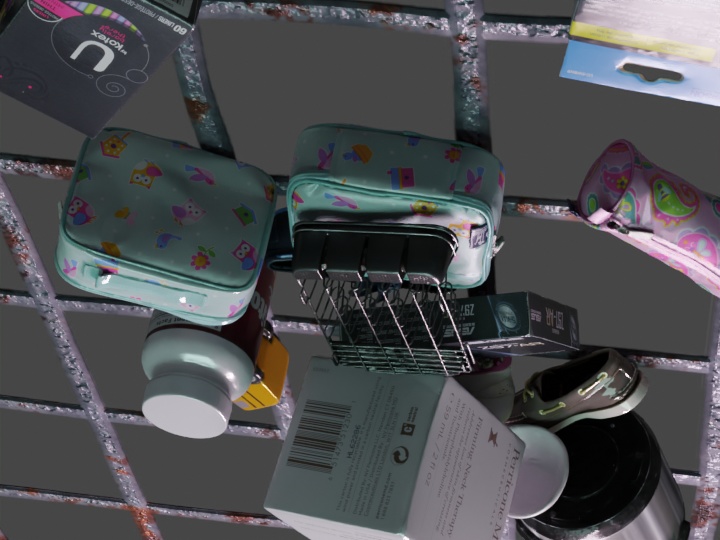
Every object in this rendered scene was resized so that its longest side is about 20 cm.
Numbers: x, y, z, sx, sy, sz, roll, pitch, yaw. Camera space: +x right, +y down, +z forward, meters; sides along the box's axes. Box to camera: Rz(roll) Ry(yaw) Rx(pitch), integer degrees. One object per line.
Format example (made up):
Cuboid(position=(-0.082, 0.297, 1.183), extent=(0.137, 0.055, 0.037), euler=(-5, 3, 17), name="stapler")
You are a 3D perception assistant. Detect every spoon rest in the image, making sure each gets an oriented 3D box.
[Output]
Cuboid(position=(0.134, 0.203, 1.850), extent=(0.199, 0.100, 0.060), euler=(9, 163, 42), name="spoon rest")

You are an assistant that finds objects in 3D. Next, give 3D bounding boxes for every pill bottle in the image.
Cuboid(position=(-0.151, 0.057, 1.719), extent=(0.112, 0.201, 0.113), euler=(8, 148, 5), name="pill bottle")

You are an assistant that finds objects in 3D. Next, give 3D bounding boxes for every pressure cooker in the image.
Cuboid(position=(0.266, 0.258, 1.913), extent=(0.177, 0.177, 0.200), euler=(-7, 144, 21), name="pressure cooker")

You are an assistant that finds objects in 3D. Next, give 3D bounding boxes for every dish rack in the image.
Cuboid(position=(0.026, 0.032, 1.592), extent=(0.152, 0.055, 0.201), euler=(3, 148, 19), name="dish rack")

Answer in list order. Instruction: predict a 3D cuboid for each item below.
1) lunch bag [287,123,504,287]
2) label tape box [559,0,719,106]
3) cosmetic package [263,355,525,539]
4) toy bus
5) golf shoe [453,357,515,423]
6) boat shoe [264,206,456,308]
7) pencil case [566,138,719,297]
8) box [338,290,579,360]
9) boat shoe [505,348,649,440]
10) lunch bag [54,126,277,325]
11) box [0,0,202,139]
Cuboid(position=(0.035, -0.052, 1.594), extent=(0.198, 0.078, 0.161), euler=(10, 146, 6), name="lunch bag")
Cuboid(position=(0.237, -0.219, 1.304), extent=(0.143, 0.064, 0.201), euler=(11, 147, 0), name="label tape box")
Cuboid(position=(0.038, 0.204, 1.748), extent=(0.165, 0.169, 0.200), euler=(5, 159, 32), name="cosmetic package")
Cuboid(position=(-0.155, 0.072, 1.869), extent=(0.078, 0.066, 0.200), euler=(-13, 140, 35), name="toy bus")
Cuboid(position=(0.070, 0.131, 1.856), extent=(0.198, 0.075, 0.092), euler=(-3, 120, 24), name="golf shoe")
Cuboid(position=(0.000, 0.000, 1.705), extent=(0.198, 0.069, 0.084), euler=(11, 148, 1), name="boat shoe")
Cuboid(position=(0.284, -0.037, 1.546), extent=(0.199, 0.088, 0.087), euler=(26, 145, -23), name="pencil case")
Cuboid(position=(0.099, 0.059, 1.723), extent=(0.198, 0.044, 0.160), euler=(-7, 170, 23), name="box")
Cuboid(position=(0.209, 0.129, 1.837), extent=(0.199, 0.072, 0.060), euler=(-21, 121, 44), name="boat shoe")
Cuboid(position=(-0.185, -0.038, 1.622), extent=(0.198, 0.162, 0.077), euler=(15, 147, -7), name="lunch bag")
Cuboid(position=(-0.216, -0.214, 1.416), extent=(0.122, 0.107, 0.200), euler=(26, 145, -21), name="box")
